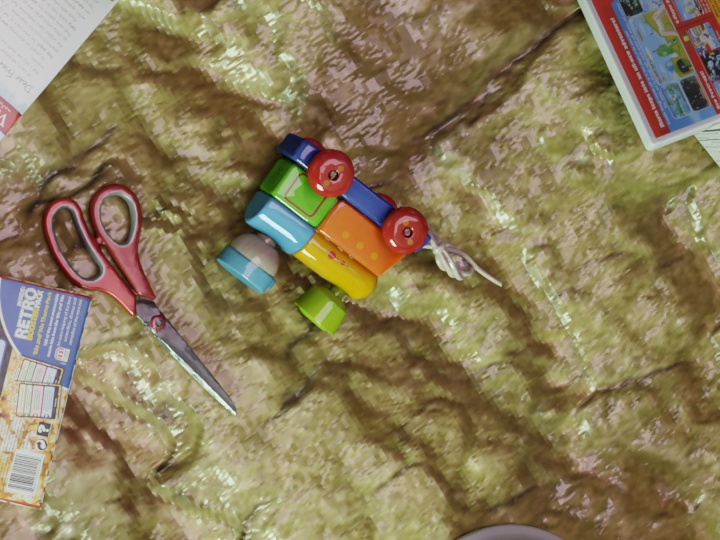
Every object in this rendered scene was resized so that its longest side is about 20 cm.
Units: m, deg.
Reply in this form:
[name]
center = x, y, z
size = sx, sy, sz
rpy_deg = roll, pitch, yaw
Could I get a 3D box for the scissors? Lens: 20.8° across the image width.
[scissors]
center = -0.158, 0.031, 1.397
size = 0.073, 0.014, 0.201
rpy_deg = -30, 104, -22

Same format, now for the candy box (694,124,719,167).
[candy box]
center = 0.358, -0.098, 1.584
size = 0.115, 0.055, 0.200
rpy_deg = -47, 107, -16

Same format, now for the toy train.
[toy train]
center = 0.000, 0.000, 1.429
size = 0.200, 0.085, 0.116
rpy_deg = 37, 89, -20

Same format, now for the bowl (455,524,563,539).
[bowl]
center = 0.126, 0.299, 1.485
size = 0.200, 0.090, 0.202
rpy_deg = -1, 93, -22

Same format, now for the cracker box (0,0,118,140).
[cracker box]
center = -0.240, -0.201, 1.326
size = 0.134, 0.058, 0.200
rpy_deg = 43, 75, -20

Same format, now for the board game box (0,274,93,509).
[board game box]
center = -0.296, 0.066, 1.320
size = 0.199, 0.046, 0.152
rpy_deg = 15, 87, -23

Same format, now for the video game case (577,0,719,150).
[video game case]
center = 0.284, -0.191, 1.527
size = 0.199, 0.017, 0.144
rpy_deg = -21, 78, -12
